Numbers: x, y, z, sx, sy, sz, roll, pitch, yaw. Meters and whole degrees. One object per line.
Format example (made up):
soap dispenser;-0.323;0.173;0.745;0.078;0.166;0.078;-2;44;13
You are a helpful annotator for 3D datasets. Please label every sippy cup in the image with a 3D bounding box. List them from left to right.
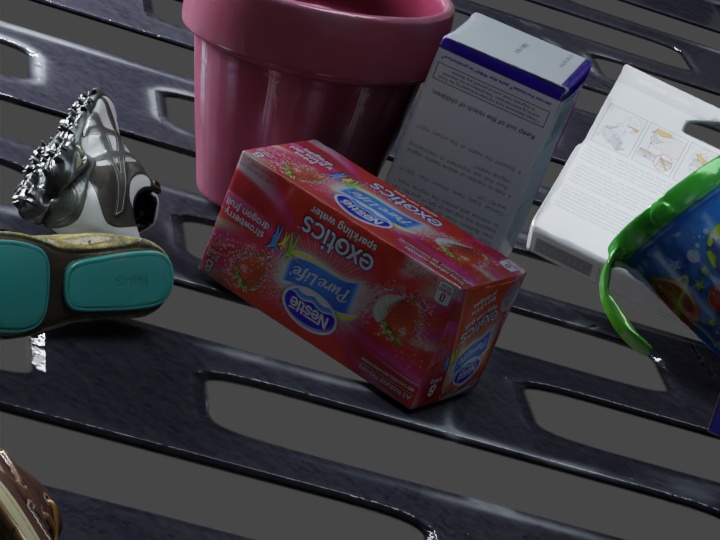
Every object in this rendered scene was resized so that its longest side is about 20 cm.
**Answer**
sippy cup;0.282;-0.006;1.980;0.130;0.178;0.140;53;25;9

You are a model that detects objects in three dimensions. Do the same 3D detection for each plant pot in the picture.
plant pot;-0.045;-0.136;1.931;0.200;0.179;0.200;12;19;-4

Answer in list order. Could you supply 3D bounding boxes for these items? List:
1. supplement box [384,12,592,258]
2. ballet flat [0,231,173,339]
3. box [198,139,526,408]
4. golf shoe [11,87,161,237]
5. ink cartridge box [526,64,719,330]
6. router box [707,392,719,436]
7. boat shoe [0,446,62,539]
supplement box;0.082;-0.075;1.905;0.103;0.200;0.101;24;20;8
ballet flat;-0.209;0.006;1.634;0.200;0.071;0.071;-2;32;-45
box;0.000;0.000;1.784;0.200;0.100;0.095;33;24;25
golf shoe;-0.186;-0.061;1.813;0.094;0.078;0.200;36;21;-12
ink cartridge box;0.263;-0.050;2.089;0.200;0.045;0.176;27;65;10
router box;0.378;0.123;1.862;0.200;0.049;0.179;23;14;29
boat shoe;-0.186;0.130;1.345;0.072;0.072;0.200;3;22;-36
